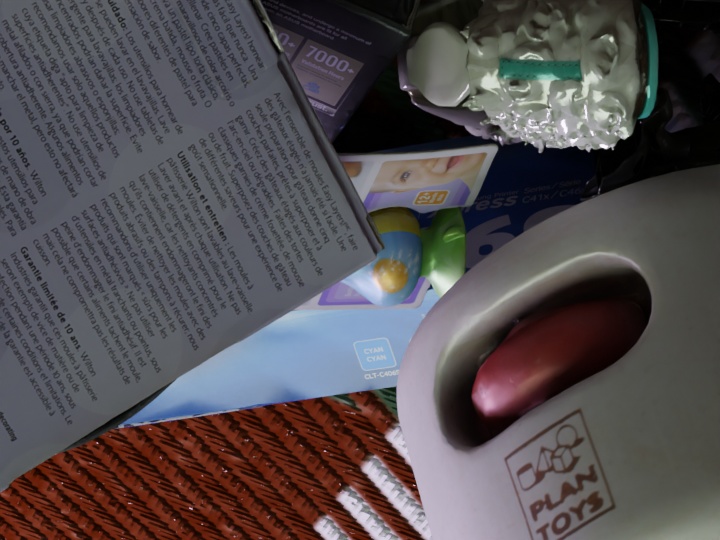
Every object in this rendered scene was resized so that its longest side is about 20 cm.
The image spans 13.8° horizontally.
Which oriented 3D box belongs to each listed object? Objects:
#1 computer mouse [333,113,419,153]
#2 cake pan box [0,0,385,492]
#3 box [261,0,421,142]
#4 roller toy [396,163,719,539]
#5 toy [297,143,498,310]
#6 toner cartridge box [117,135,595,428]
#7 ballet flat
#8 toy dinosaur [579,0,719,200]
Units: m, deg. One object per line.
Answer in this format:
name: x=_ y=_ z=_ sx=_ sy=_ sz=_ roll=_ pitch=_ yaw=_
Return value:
computer mouse: x=0.035 y=-0.026 z=1.136 sx=0.199 sy=0.034 sz=0.059 roll=11 pitch=150 yaw=11
cake pan box: x=-0.112 y=-0.037 z=0.852 sx=0.200 sy=0.184 sz=0.052 roll=61 pitch=172 yaw=-23
box: x=-0.089 y=-0.113 z=0.993 sx=0.199 sy=0.086 sz=0.164 roll=22 pitch=151 yaw=-9
roller toy: x=0.110 y=0.067 z=0.960 sx=0.199 sy=0.140 sz=0.183 roll=-12 pitch=151 yaw=-10
toy: x=-0.061 y=0.005 z=0.949 sx=0.199 sy=0.047 sz=0.115 roll=-5 pitch=155 yaw=-16
toner cartridge box: x=0.000 y=0.000 z=1.085 sx=0.199 sy=0.095 sz=0.043 roll=-9 pitch=124 yaw=16
ballet flat: x=0.044 y=-0.072 z=0.945 sx=0.071 sy=0.072 sz=0.200 roll=21 pitch=-179 yaw=-7
toy dinosaur: x=0.143 y=-0.060 z=0.988 sx=0.135 sy=0.102 sz=0.201 roll=4 pitch=129 yaw=-4
